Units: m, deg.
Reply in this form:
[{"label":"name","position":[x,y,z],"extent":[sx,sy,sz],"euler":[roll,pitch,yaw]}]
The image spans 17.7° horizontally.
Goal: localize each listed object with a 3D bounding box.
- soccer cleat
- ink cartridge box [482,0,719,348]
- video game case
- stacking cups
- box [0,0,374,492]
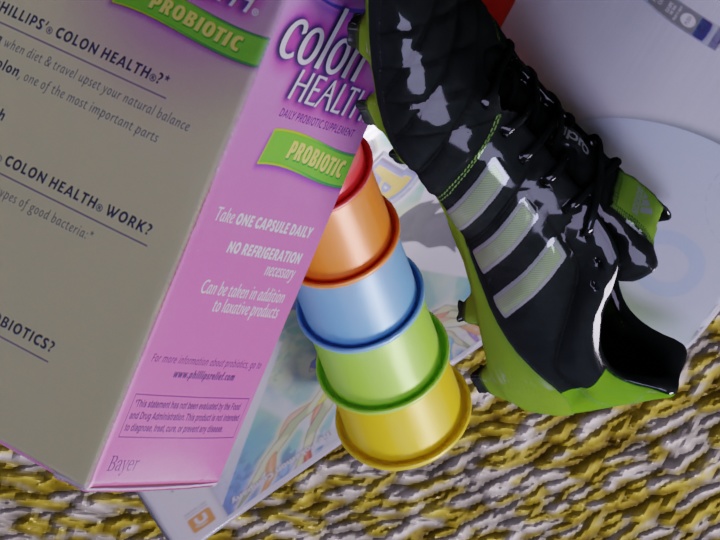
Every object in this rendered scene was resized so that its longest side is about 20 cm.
[{"label":"soccer cleat","position":[0.057,-0.033,0.779],"extent":[0.081,0.068,0.200],"euler":[-4,129,27]},{"label":"ink cartridge box","position":[0.067,-0.078,0.798],"extent":[0.200,0.047,0.160],"euler":[29,137,0]},{"label":"video game case","position":[-0.025,0.015,0.968],"extent":[0.200,0.022,0.183],"euler":[-35,143,-9]},{"label":"stacking cups","position":[0.000,0.000,0.907],"extent":[0.060,0.061,0.200],"euler":[-13,140,4]},{"label":"box","position":[-0.103,-0.051,0.801],"extent":[0.097,0.176,0.201],"euler":[8,105,-66]}]
